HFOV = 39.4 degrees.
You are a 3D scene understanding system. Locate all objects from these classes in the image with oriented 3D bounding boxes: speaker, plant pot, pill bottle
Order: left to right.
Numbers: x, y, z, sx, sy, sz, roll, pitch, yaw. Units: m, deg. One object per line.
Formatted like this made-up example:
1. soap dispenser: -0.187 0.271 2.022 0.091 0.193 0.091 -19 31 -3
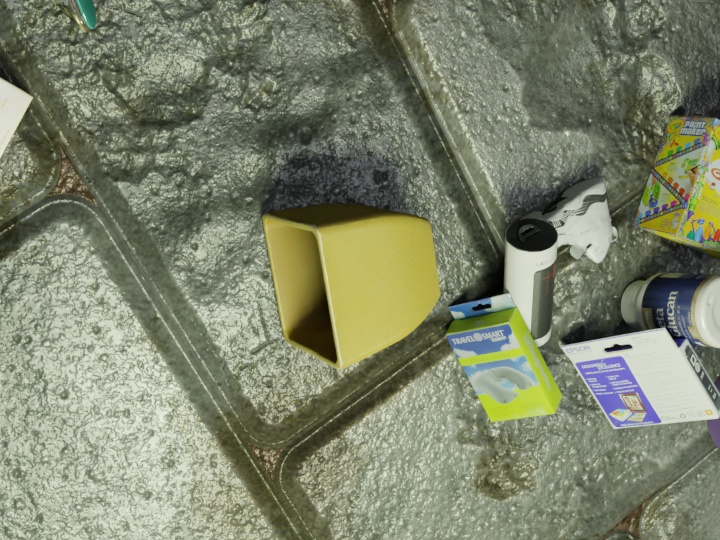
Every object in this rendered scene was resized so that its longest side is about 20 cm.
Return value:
1. plant pot: 0.000 0.000 1.420 0.197 0.195 0.198 -16 105 -24
2. speaker: 0.257 0.021 1.537 0.080 0.081 0.202 -19 132 -17
3. pill bottle: 0.515 0.061 1.616 0.109 0.199 0.113 -1 91 -26

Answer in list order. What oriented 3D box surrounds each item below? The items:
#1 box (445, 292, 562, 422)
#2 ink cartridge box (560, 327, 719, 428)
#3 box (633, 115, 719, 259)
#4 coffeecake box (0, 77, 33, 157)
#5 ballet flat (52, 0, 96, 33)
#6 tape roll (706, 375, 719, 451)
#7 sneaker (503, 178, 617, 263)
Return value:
1. box: 0.219 0.139 1.565 0.202 0.121 0.048 60 40 -19
2. ink cartridge box: 0.455 0.167 1.627 0.201 0.196 0.044 53 48 -22
3. box: 0.590 -0.129 1.659 0.197 0.122 0.196 18 93 -22
4. coffeecake box: -0.530 -0.199 1.234 0.198 0.073 0.155 30 88 -23
5. ballet flat: -0.388 -0.398 1.267 0.071 0.072 0.204 -15 105 -18
6. tape roll: 0.719 0.257 1.766 0.196 0.085 0.204 0 89 -3
7. sneaker: 0.325 -0.052 1.594 0.198 0.075 0.116 -33 107 -16
